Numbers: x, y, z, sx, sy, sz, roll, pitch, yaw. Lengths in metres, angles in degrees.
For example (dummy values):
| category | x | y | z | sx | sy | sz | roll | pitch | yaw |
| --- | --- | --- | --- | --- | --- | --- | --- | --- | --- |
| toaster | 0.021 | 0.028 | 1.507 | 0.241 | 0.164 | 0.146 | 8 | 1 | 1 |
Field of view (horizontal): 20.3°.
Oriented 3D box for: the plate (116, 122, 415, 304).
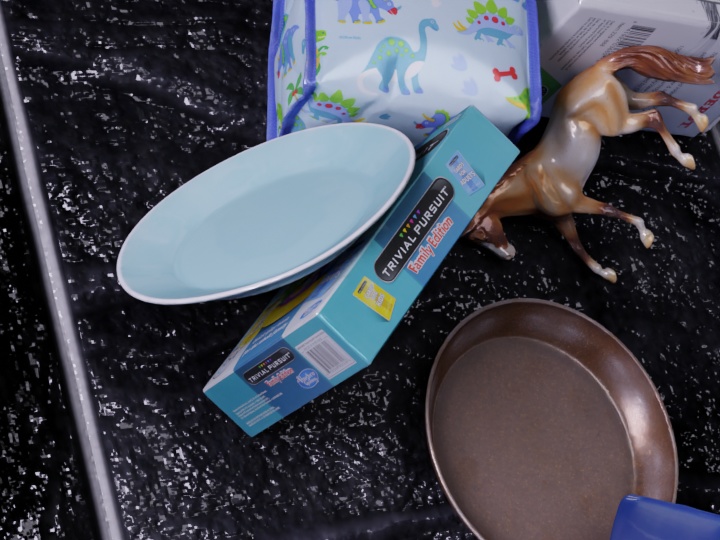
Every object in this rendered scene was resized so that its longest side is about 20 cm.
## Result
| category | x | y | z | sx | sy | sz | roll | pitch | yaw |
| --- | --- | --- | --- | --- | --- | --- | --- | --- | --- |
| plate | -0.055 | -0.030 | 1.243 | 0.200 | 0.199 | 0.026 | -46 | 124 | -36 |

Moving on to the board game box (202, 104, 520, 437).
| category | x | y | z | sx | sy | sz | roll | pitch | yaw |
| --- | --- | --- | --- | --- | --- | --- | --- | --- | --- |
| board game box | 0.000 | 0.000 | 1.267 | 0.047 | 0.151 | 0.200 | 43 | 53 | -10 |

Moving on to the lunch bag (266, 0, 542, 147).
| category | x | y | z | sx | sy | sz | roll | pitch | yaw |
| --- | --- | --- | --- | --- | --- | --- | --- | --- | --- |
| lunch bag | 0.029 | -0.176 | 1.377 | 0.169 | 0.128 | 0.201 | 8 | 61 | -16 |

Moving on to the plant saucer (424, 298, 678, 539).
| category | x | y | z | sx | sy | sz | roll | pitch | yaw |
| --- | --- | --- | --- | --- | --- | --- | --- | --- | --- |
| plant saucer | 0.124 | 0.118 | 1.357 | 0.199 | 0.034 | 0.201 | 13 | 61 | -24 |

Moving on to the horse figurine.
| category | x | y | z | sx | sy | sz | roll | pitch | yaw |
| --- | --- | --- | --- | --- | --- | --- | --- | --- | --- |
| horse figurine | 0.167 | -0.082 | 1.422 | 0.132 | 0.050 | 0.201 | 28 | 100 | -15 |

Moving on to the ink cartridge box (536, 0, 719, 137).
| category | x | y | z | sx | sy | sz | roll | pitch | yaw |
| --- | --- | --- | --- | --- | --- | --- | --- | --- | --- |
| ink cartridge box | 0.197 | -0.175 | 1.469 | 0.199 | 0.146 | 0.085 | 5 | 61 | -28 |

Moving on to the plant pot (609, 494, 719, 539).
| category | x | y | z | sx | sy | sz | roll | pitch | yaw |
| --- | --- | --- | --- | --- | --- | --- | --- | --- | --- |
| plant pot | 0.259 | 0.263 | 1.256 | 0.199 | 0.200 | 0.181 | 22 | 84 | -20 |
